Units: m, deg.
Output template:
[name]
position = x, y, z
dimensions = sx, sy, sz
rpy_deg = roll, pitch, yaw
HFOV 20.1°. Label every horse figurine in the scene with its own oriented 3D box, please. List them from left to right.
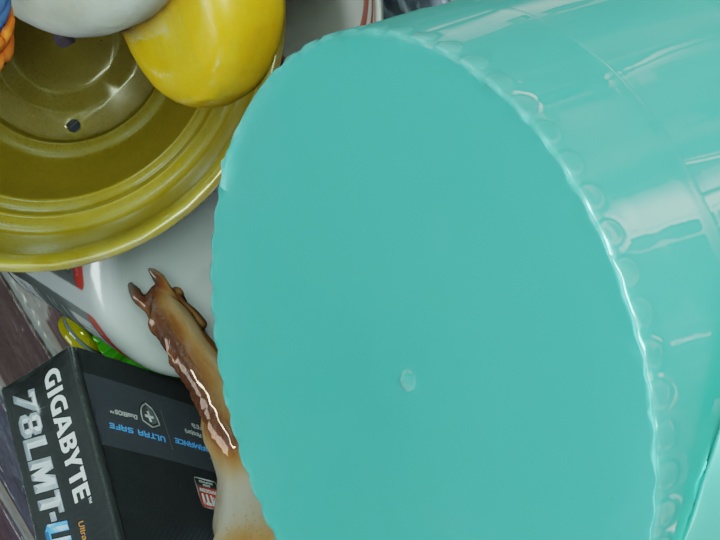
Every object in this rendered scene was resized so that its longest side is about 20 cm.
[horse figurine]
position = -0.032, 0.105, 0.824
dimensions = 0.133, 0.050, 0.200
rpy_deg = 44, -150, -55

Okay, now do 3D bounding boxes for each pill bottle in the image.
[pill bottle]
position = -0.109, -0.029, 0.944
dimensions = 0.200, 0.116, 0.116
rpy_deg = 25, 135, 57

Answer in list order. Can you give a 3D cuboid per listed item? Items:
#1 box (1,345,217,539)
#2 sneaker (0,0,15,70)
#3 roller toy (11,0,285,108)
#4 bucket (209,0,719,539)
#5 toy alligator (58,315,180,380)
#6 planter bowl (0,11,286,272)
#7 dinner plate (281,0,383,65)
[box]
position = -0.056, 0.147, 0.880
dimensions = 0.200, 0.050, 0.199
rpy_deg = 26, -141, -53
[sneaker]
position = -0.164, -0.145, 0.628
dimensions = 0.200, 0.075, 0.078
rpy_deg = 48, 140, 21
[roller toy]
position = -0.070, -0.170, 0.653
dimensions = 0.182, 0.140, 0.200
rpy_deg = 36, 132, 39
[bucket]
position = 0.063, 0.015, 0.539
dimensions = 0.207, 0.135, 0.207
rpy_deg = 24, 121, 48
[toy alligator]
position = -0.135, 0.015, 1.126
dimensions = 0.200, 0.059, 0.054
rpy_deg = 54, -165, 25
[planter bowl]
position = -0.126, -0.099, 0.815
dimensions = 0.083, 0.200, 0.200
rpy_deg = -1, -115, -87
[dinner plate]
position = -0.040, -0.147, 0.800
dimensions = 0.200, 0.024, 0.200
rpy_deg = 47, 151, 36
